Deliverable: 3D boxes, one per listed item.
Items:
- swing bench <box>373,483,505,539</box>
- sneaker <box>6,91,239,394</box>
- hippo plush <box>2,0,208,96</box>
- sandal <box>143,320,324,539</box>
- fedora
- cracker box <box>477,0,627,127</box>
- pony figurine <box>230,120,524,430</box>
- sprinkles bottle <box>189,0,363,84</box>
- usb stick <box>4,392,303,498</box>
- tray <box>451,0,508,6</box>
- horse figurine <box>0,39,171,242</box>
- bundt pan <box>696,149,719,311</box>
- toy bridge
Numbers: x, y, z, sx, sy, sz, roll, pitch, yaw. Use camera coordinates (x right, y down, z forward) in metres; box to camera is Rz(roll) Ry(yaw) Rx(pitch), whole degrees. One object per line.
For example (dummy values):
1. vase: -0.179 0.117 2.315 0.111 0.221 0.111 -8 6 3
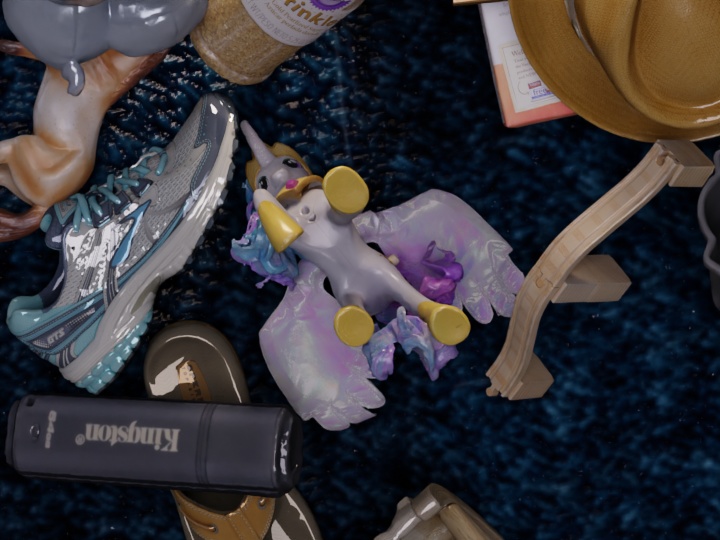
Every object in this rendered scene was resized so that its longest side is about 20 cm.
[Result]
1. swing bench: 0.035 0.262 1.499 0.199 0.130 0.200 -42 86 6
2. sneaker: -0.143 -0.025 1.496 0.086 0.078 0.200 29 98 -13
3. hippo plush: -0.157 -0.167 1.406 0.200 0.161 0.159 -13 49 -6
4. sandal: -0.082 0.127 1.528 0.080 0.054 0.200 -21 93 4
5. fedora: 0.179 -0.145 1.395 0.201 0.082 0.201 -1 122 -2
6. cracker box: 0.131 -0.196 1.492 0.134 0.058 0.200 -11 94 2
7. pony figurine: 0.000 0.000 1.465 0.167 0.200 0.193 -39 107 -2
8. sprinkles bottle: -0.017 -0.182 1.446 0.200 0.068 0.068 -34 93 40
9. usb stick: -0.125 0.104 1.504 0.200 0.033 0.055 2 88 26
10. tray: 0.148 -0.213 1.444 0.200 0.037 0.099 -6 94 1
11. horse figurine: -0.198 -0.098 1.519 0.133 0.050 0.200 22 89 3
12. bundt pan: 0.293 -0.006 1.454 0.202 0.076 0.202 -1 54 1
13. toy bridge: 0.128 0.005 1.466 0.027 0.067 0.200 53 125 29
